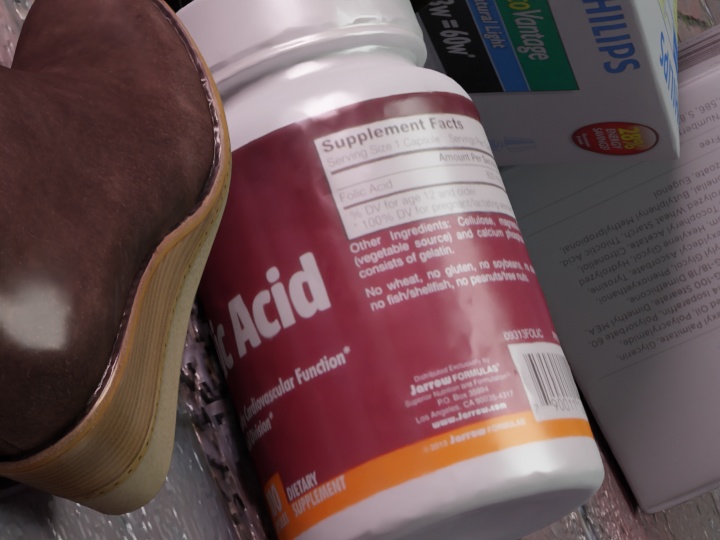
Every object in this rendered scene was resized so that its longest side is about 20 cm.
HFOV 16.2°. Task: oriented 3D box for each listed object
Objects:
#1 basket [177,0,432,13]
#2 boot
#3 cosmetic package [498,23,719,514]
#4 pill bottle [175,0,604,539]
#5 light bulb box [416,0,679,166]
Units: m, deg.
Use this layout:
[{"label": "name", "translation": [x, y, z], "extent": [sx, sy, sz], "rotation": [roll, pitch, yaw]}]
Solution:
[{"label": "basket", "translation": [-0.032, -0.202, 1.015], "extent": [0.180, 0.135, 0.201], "rotation": [85, -5, -68]}, {"label": "boot", "translation": [-0.103, -0.044, 0.707], "extent": [0.166, 0.072, 0.201], "rotation": [49, 29, -48]}, {"label": "cosmetic package", "translation": [0.188, -0.011, 1.339], "extent": [0.201, 0.164, 0.165], "rotation": [63, 19, -7]}, {"label": "pill bottle", "translation": [0.000, 0.000, 0.879], "extent": [0.114, 0.114, 0.201], "rotation": [18, 50, -66]}, {"label": "light bulb box", "translation": [0.076, -0.176, 1.162], "extent": [0.198, 0.124, 0.201], "rotation": [57, 33, -64]}]
